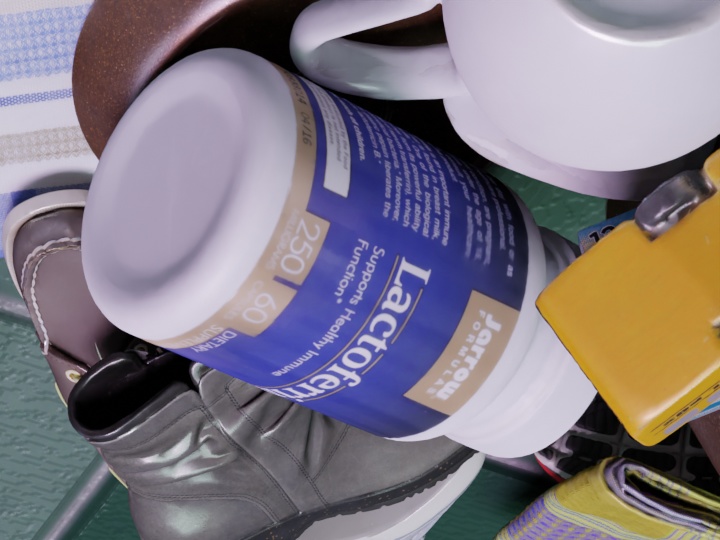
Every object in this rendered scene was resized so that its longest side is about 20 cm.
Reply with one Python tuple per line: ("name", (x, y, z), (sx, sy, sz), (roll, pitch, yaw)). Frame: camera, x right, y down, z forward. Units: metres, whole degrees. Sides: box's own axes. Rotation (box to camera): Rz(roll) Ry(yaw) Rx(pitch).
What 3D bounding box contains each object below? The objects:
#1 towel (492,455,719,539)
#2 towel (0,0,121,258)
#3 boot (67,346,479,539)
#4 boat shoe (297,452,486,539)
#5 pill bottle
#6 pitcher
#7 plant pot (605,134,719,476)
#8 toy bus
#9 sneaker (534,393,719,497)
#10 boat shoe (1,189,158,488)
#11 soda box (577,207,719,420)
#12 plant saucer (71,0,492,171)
("towel", (0.142, 0.134, 1.307), (0.143, 0.023, 0.200), (23, 160, -9))
("towel", (-0.156, -0.077, 1.165), (0.146, 0.024, 0.200), (-8, 139, -2))
("boot", (-0.021, 0.049, 1.233), (0.200, 0.068, 0.131), (-31, 141, -13))
("boat shoe", (-0.009, 0.118, 1.367), (0.201, 0.070, 0.071), (-35, 147, 27))
("pill bottle", (0.000, 0.000, 1.135), (0.200, 0.116, 0.116), (24, 130, -37))
("pitcher", (0.062, -0.091, 1.030), (0.171, 0.122, 0.200), (4, 167, -2))
("plant pot", (0.207, 0.039, 1.200), (0.186, 0.200, 0.187), (-3, 137, -3))
("toy bus", (0.160, -0.022, 1.028), (0.200, 0.065, 0.078), (-37, 165, 5))
("sneaker", (0.167, 0.106, 1.318), (0.199, 0.077, 0.085), (17, 143, 18))
("boat shoe", (-0.100, 0.039, 1.252), (0.072, 0.060, 0.200), (-13, 144, 7))
("soda box", (0.188, -0.012, 1.108), (0.200, 0.069, 0.064), (-22, 150, 4))
("plant saucer", (-0.015, -0.073, 1.161), (0.200, 0.035, 0.201), (-8, 138, -8))
